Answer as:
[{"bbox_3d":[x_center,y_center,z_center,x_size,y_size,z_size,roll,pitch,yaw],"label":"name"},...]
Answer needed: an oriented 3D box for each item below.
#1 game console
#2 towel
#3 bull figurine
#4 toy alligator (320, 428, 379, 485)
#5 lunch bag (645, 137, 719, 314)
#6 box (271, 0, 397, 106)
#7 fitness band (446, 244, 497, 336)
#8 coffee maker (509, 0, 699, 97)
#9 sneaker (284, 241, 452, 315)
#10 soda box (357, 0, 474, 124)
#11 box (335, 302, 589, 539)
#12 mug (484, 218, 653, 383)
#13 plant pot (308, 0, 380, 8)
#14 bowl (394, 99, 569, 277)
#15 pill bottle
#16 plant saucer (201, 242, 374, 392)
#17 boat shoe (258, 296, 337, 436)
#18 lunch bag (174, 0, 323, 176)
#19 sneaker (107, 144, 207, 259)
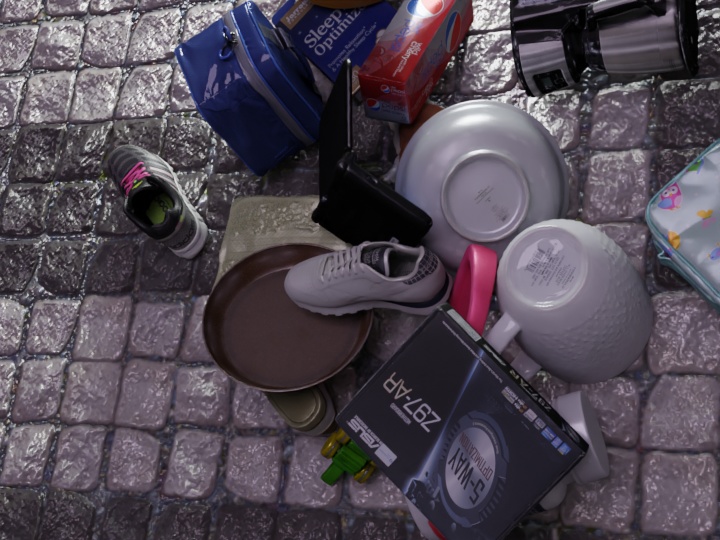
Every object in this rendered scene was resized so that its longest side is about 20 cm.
[{"bbox_3d":[0.012,-0.111,1.414,0.175,0.200,0.117,34,73,0],"label":"game console"},{"bbox_3d":[-0.085,-0.024,1.544,0.198,0.036,0.150,0,73,24],"label":"towel"},{"bbox_3d":[0.092,-0.142,1.491,0.198,0.065,0.123,19,84,31],"label":"bull figurine"},{"bbox_3d":[0.012,0.176,1.385,0.059,0.200,0.054,35,47,-5],"label":"toy alligator"},{"bbox_3d":[0.397,-0.033,1.306,0.160,0.077,0.200,-43,60,6],"label":"lunch bag"},{"bbox_3d":[-0.027,-0.315,1.625,0.121,0.032,0.200,-46,59,3],"label":"box"},{"bbox_3d":[0.101,0.066,1.345,0.037,0.201,0.144,16,41,-2],"label":"fitness band"},{"bbox_3d":[0.276,-0.297,1.440,0.198,0.135,0.193,-4,47,22],"label":"coffee maker"},{"bbox_3d":[0.000,0.000,1.394,0.198,0.081,0.077,-3,60,25],"label":"sneaker"},{"bbox_3d":[0.068,-0.265,1.497,0.063,0.070,0.201,15,55,21],"label":"soda box"},{"bbox_3d":[0.097,0.158,1.240,0.200,0.043,0.160,46,104,9],"label":"box"},{"bbox_3d":[0.196,0.044,1.312,0.200,0.175,0.148,-47,60,2],"label":"mug"},{"bbox_3d":[-0.024,-0.460,1.562,0.198,0.184,0.202,-6,60,11],"label":"plant pot"},{"bbox_3d":[0.133,-0.083,1.382,0.198,0.090,0.204,1,98,4],"label":"bowl"},{"bbox_3d":[0.149,0.197,1.312,0.198,0.120,0.121,-19,65,17],"label":"pill bottle"},{"bbox_3d":[-0.081,0.058,1.446,0.198,0.032,0.202,-5,53,6],"label":"plant saucer"},{"bbox_3d":[-0.092,0.114,1.479,0.075,0.068,0.201,-38,56,8],"label":"boat shoe"},{"bbox_3d":[-0.124,-0.228,1.541,0.131,0.200,0.137,-30,57,8],"label":"lunch bag"},{"bbox_3d":[-0.272,-0.101,1.626,0.074,0.087,0.200,-43,60,5],"label":"sneaker"}]
